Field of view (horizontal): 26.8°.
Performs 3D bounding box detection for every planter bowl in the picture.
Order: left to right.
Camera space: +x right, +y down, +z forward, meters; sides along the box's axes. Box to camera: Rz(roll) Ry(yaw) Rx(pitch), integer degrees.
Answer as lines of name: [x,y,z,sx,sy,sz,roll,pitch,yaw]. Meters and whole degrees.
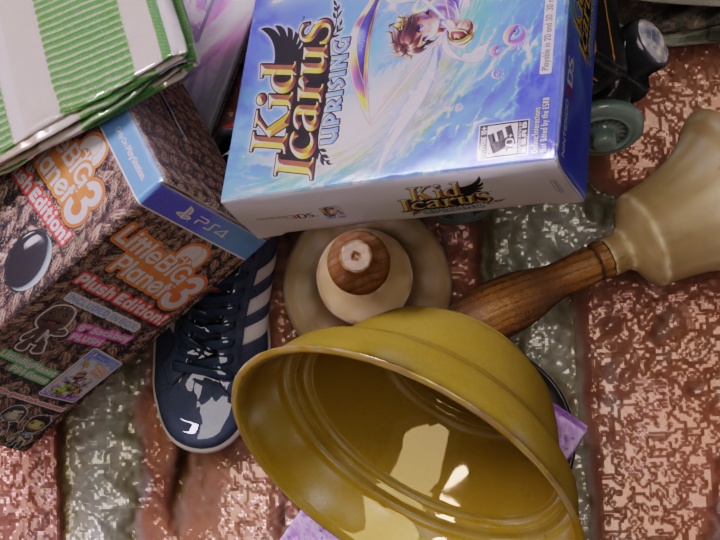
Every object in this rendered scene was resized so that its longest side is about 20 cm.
planter bowl: [0.038,0.079,0.789,0.200,0.201,0.084,27,56,8]

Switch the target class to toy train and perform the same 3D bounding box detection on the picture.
toy train: [0.072,-0.097,0.857,0.200,0.114,0.086,-27,51,37]

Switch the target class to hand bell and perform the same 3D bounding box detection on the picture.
hand bell: [0.000,0.000,0.827,0.103,0.200,0.105,0,84,2]
hand bell: [0.129,-0.002,0.850,0.199,0.104,0.104,-26,79,-11]

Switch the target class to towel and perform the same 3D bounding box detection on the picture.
towel: [-0.186,-0.118,0.810,0.199,0.023,0.153,-28,59,15]

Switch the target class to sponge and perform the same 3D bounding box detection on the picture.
sponge: [0.029,0.141,0.866,0.111,0.030,0.200,34,94,10]

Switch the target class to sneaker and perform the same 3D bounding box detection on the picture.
sneaker: [-0.086,0.006,0.895,0.075,0.085,0.201,7,80,5]

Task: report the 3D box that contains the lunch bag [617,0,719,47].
lunch bag: [0.145,-0.219,0.903,0.199,0.118,0.165,0,79,-1]

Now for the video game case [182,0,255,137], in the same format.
video game case: [-0.142,-0.146,0.942,0.142,0.019,0.201,21,88,7]

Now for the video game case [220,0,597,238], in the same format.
video game case: [0.028,-0.123,0.770,0.180,0.045,0.201,-6,63,27]

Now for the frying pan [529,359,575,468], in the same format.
frying pan: [0.040,0.119,0.896,0.189,0.031,0.115,-31,78,-5]

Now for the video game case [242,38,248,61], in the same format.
video game case: [-0.130,-0.240,0.977,0.199,0.023,0.183,14,81,7]

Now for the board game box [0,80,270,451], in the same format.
board game box: [-0.179,-0.027,0.851,0.200,0.097,0.160,-40,57,14]
